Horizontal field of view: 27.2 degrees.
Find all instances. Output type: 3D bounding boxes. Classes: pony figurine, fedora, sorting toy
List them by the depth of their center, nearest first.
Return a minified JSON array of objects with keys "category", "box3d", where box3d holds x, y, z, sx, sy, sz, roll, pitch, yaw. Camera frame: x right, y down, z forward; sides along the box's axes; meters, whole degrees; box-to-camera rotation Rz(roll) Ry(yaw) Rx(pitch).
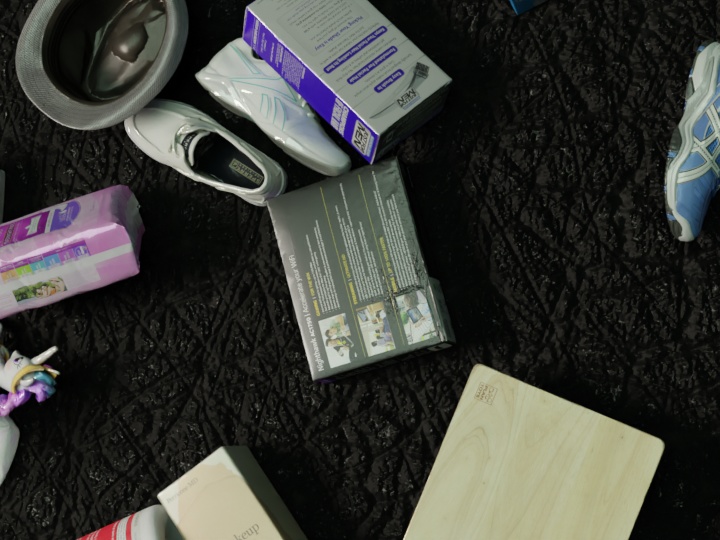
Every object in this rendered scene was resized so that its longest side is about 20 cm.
[{"category":"sorting toy","box3d":[0.170,0.222,1.454,0.198,0.070,0.201,22,89,15]},{"category":"pony figurine","box3d":[-0.427,0.129,1.583,0.200,0.167,0.193,28,81,31]},{"category":"fedora","box3d":[-0.265,-0.241,1.605,0.177,0.090,0.200,34,92,15]}]

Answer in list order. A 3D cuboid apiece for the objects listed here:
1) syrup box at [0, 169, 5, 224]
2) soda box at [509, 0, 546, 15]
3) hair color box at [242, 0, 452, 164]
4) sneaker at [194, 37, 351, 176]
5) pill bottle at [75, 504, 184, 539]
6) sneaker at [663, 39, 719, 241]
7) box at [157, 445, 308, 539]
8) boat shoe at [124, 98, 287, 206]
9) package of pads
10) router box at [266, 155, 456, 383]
[{"category":"syrup box","box3d":[-0.503,-0.077,1.650,0.199,0.079,0.082,0,84,14]},{"category":"soda box","box3d":[0.231,-0.340,1.510,0.199,0.064,0.068,-26,78,10]},{"category":"hair color box","box3d":[-0.015,-0.218,1.533,0.109,0.065,0.200,-38,73,-24]},{"category":"sneaker","box3d":[-0.081,-0.174,1.564,0.200,0.070,0.080,39,87,14]},{"category":"pill bottle","box3d":[-0.270,0.328,1.527,0.199,0.112,0.113,-25,78,10]},{"category":"sneaker","box3d":[0.346,-0.124,1.449,0.077,0.076,0.201,14,88,19]},{"category":"box","box3d":[-0.109,0.284,1.510,0.095,0.078,0.200,-38,76,7]},{"category":"boat shoe","box3d":[-0.172,-0.129,1.582,0.200,0.066,0.072,33,92,15]},{"category":"package of pads","box3d":[-0.327,-0.017,1.565,0.199,0.121,0.076,-18,112,3]},{"category":"router box","box3d":[0.000,0.000,1.531,0.149,0.051,0.201,-17,79,13]}]
